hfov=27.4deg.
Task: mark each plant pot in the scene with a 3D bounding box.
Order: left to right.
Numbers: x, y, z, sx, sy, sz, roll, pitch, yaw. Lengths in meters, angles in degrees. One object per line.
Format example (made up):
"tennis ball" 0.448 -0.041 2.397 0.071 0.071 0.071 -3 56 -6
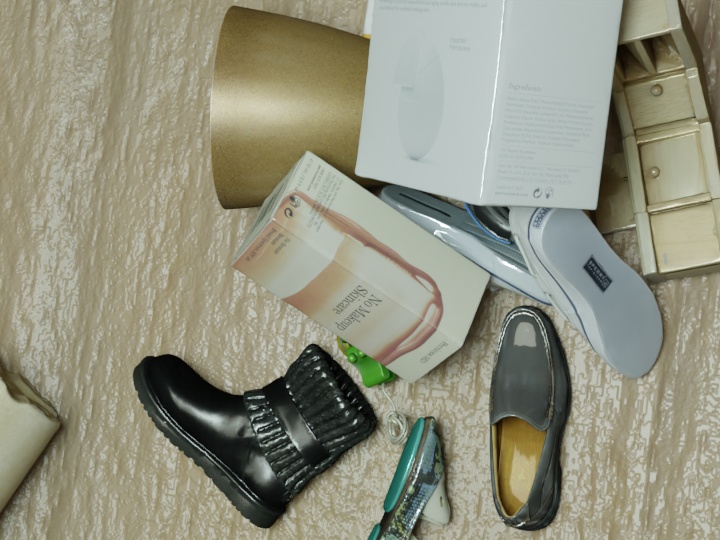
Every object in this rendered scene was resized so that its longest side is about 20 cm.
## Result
"plant pot" -0.401 0.174 1.445 0.200 0.201 0.184 41 85 19
"plant pot" -0.025 -0.145 1.362 0.197 0.186 0.189 3 84 7

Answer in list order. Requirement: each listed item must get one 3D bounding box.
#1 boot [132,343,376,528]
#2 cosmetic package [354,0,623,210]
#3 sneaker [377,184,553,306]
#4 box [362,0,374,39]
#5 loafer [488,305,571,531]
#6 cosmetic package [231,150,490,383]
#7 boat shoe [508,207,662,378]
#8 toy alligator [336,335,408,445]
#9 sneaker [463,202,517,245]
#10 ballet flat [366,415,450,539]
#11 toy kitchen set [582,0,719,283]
"boot" -0.099 0.119 1.392 0.211 0.079 0.158 44 105 8
"cosmetic package" 0.102 -0.164 1.207 0.199 0.122 0.203 20 107 58
"sneaker" 0.099 -0.010 1.358 0.198 0.073 0.071 27 121 17
"box" 0.073 -0.297 1.410 0.118 0.041 0.203 8 84 19
"loafer" 0.147 0.130 1.312 0.072 0.072 0.203 -5 81 19
"cosmetic package" 0.000 0.000 1.295 0.199 0.103 0.088 32 54 -10
"boat shoe" 0.196 0.011 1.278 0.074 0.201 0.065 -43 30 -15
"toy alligator" 0.002 0.063 1.364 0.059 0.054 0.202 -28 64 34
"sneaker" 0.130 -0.124 1.325 0.070 0.083 0.202 1 85 -15
"ballet flat" 0.044 0.234 1.346 0.074 0.074 0.202 26 94 20
"toy kitchen set" 0.217 -0.101 1.260 0.161 0.180 0.203 -11 75 18
